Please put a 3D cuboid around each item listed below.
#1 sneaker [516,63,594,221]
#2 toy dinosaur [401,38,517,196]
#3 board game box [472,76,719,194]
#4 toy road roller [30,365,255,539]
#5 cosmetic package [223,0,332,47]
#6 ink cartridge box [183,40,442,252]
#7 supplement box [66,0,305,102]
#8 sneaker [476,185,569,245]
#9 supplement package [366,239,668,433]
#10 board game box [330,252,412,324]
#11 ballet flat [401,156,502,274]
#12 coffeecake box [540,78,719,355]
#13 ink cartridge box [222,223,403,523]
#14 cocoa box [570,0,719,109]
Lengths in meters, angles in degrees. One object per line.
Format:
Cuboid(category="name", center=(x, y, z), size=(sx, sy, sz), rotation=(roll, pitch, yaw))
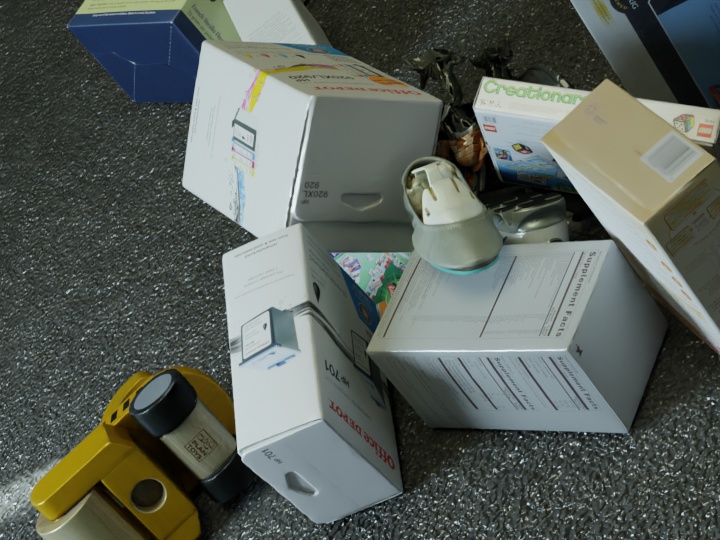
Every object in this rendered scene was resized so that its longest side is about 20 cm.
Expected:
Cuboid(category="sneaker", center=(0.176, -0.116, 1.632), size=(0.091, 0.076, 0.200), rotation=(-41, 35, 6))
Cuboid(category="toy dinosaur", center=(0.109, -0.136, 1.662), size=(0.199, 0.102, 0.137), rotation=(-14, 81, 41))
Cuboid(category="board game box", center=(0.200, -0.100, 1.489), size=(0.199, 0.126, 0.035), rotation=(10, 68, 19))
Cuboid(category="toy road roller", center=(-0.197, 0.174, 1.632), size=(0.200, 0.123, 0.146), rotation=(-43, 22, -4))
Cuboid(category="cosmetic package", center=(-0.073, -0.233, 1.946), size=(0.071, 0.102, 0.200), rotation=(-36, 36, 7))
Cuboid(category="ink cartridge box", center=(-0.047, -0.115, 1.661), size=(0.200, 0.147, 0.146), rotation=(33, 118, 51))
Cuboid(category="supplement box", center=(-0.190, -0.312, 2.101), size=(0.199, 0.134, 0.200), rotation=(6, 57, 44))
Cuboid(category="sneaker", center=(0.131, -0.023, 1.578), size=(0.074, 0.089, 0.200), rotation=(-17, 11, -8))
Cuboid(category="supplement package", center=(0.126, 0.055, 1.466), size=(0.199, 0.110, 0.114), rotation=(-2, 50, 41))
Cuboid(category="board game box", center=(0.000, 0.000, 1.703), size=(0.134, 0.029, 0.200), rotation=(-35, 37, 7))
Cuboid(category="ballet flat", center=(0.067, -0.051, 1.497), size=(0.067, 0.064, 0.200), rotation=(-18, 18, -3))
Cuboid(category="coffeecake box", center=(0.242, -0.028, 1.373), size=(0.073, 0.200, 0.154), rotation=(-41, 37, -1))
Cuboid(category="ink cartridge box", center=(-0.042, 0.087, 1.526), size=(0.085, 0.146, 0.201), rotation=(-24, 50, 17))
Cuboid(category="cocoa box", center=(0.269, -0.232, 1.557), size=(0.131, 0.200, 0.134), rotation=(-25, 39, 20))
